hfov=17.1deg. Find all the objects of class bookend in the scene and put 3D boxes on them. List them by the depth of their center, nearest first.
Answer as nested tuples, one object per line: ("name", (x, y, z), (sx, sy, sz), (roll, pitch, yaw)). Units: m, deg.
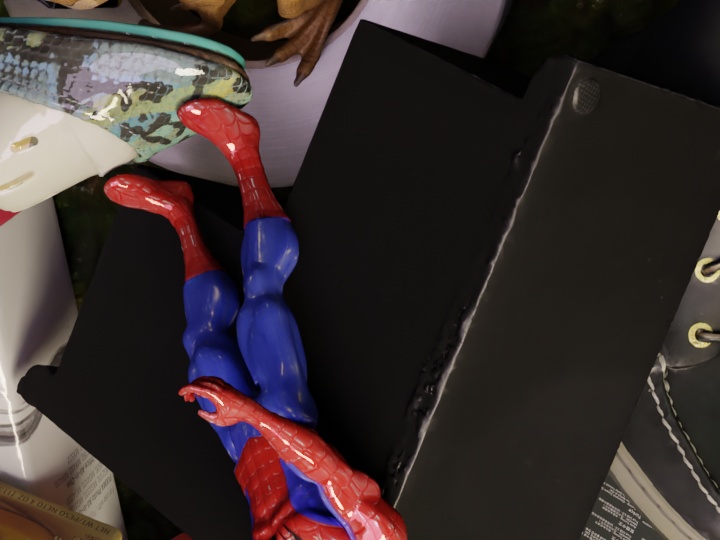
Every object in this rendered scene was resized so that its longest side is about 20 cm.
("bookend", (0.000, 0.000, 0.819), (0.200, 0.092, 0.199), (31, 103, 45))

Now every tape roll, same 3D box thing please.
("tape roll", (-0.039, -0.131, 0.883), (0.202, 0.037, 0.203), (4, 109, 11))

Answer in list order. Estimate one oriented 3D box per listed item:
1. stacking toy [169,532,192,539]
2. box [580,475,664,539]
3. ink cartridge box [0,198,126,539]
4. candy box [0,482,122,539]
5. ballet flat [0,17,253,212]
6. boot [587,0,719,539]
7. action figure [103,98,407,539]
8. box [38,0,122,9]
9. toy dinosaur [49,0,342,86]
("stacking toy", (-0.028, 0.125, 0.932), (0.146, 0.146, 0.200), (30, 93, 1))
("box", (0.124, 0.162, 0.898), (0.200, 0.044, 0.160), (33, 143, -1))
("ink cartridge box", (-0.188, 0.039, 0.934), (0.145, 0.083, 0.200), (-7, 104, 13))
("candy box", (-0.162, 0.127, 0.797), (0.115, 0.200, 0.055), (20, 109, 2))
("ballet flat", (-0.134, -0.053, 0.814), (0.200, 0.074, 0.074), (9, 109, 20))
("boot", (0.133, -0.015, 0.798), (0.154, 0.073, 0.204), (-45, 52, 39))
("action figure", (-0.049, 0.039, 0.726), (0.065, 0.099, 0.200), (-43, 55, 33))
("box", (-0.142, -0.209, 0.844), (0.200, 0.049, 0.160), (32, 111, 18))
("toy dinosaur", (-0.021, -0.116, 0.824), (0.200, 0.106, 0.060), (-30, 75, -22))
